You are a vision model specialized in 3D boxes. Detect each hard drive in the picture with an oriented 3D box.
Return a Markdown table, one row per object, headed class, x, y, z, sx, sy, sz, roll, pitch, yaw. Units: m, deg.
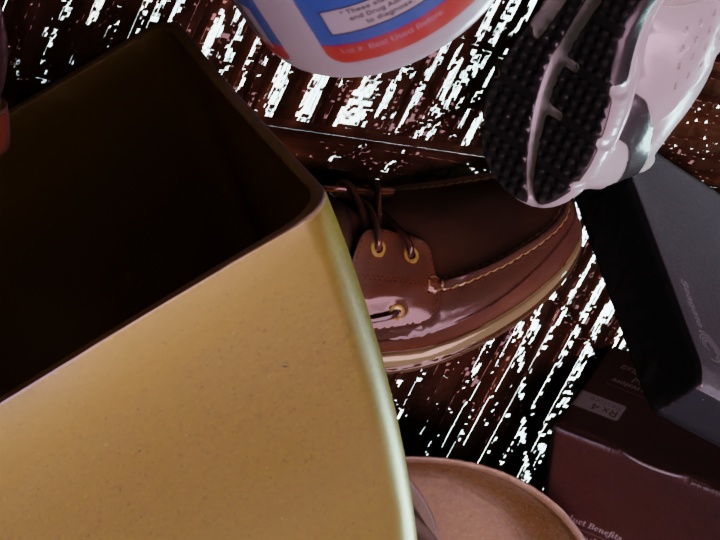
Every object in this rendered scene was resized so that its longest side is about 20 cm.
| class | x | y | z | sx | sy | sz | roll | pitch | yaw |
| --- | --- | --- | --- | --- | --- | --- | --- | --- | --- |
| hard drive | 0.173 | 0.030 | 1.214 | 0.033 | 0.140 | 0.200 | -36 | 140 | 26 |

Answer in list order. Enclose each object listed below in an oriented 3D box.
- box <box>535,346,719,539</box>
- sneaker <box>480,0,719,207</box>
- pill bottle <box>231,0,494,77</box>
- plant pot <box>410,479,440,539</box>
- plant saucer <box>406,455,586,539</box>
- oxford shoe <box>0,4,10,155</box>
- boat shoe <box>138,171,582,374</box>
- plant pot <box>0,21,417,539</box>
| class | x | y | z | sx | sy | sz | roll | pitch | yaw |
| --- | --- | --- | --- | --- | --- | --- | --- | --- | --- |
| box | 0.135 | 0.145 | 1.305 | 0.075 | 0.100 | 0.200 | -49 | 154 | -44 |
| sneaker | 0.117 | -0.119 | 1.113 | 0.080 | 0.074 | 0.200 | -6 | 131 | -51 |
| pill bottle | -0.027 | -0.167 | 0.940 | 0.112 | 0.112 | 0.200 | -35 | 138 | -1 |
| plant pot | -0.005 | 0.196 | 1.122 | 0.200 | 0.183 | 0.201 | -16 | 123 | -27 |
| plant saucer | 0.010 | 0.158 | 1.267 | 0.199 | 0.035 | 0.201 | -6 | 122 | -9 |
| oxford shoe | -0.215 | -0.070 | 0.949 | 0.199 | 0.071 | 0.073 | -7 | 110 | -33 |
| boat shoe | -0.001 | 0.000 | 1.128 | 0.199 | 0.072 | 0.068 | -19 | 136 | -14 |
| plant pot | -0.089 | 0.059 | 0.999 | 0.200 | 0.200 | 0.177 | -31 | 120 | -5 |
